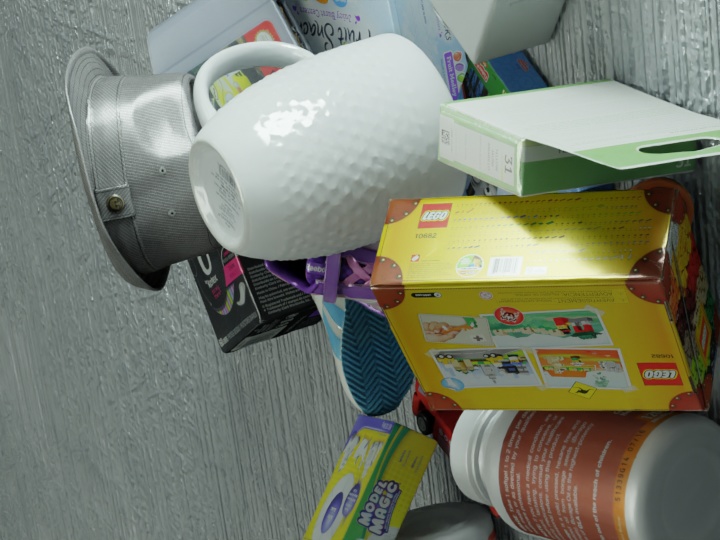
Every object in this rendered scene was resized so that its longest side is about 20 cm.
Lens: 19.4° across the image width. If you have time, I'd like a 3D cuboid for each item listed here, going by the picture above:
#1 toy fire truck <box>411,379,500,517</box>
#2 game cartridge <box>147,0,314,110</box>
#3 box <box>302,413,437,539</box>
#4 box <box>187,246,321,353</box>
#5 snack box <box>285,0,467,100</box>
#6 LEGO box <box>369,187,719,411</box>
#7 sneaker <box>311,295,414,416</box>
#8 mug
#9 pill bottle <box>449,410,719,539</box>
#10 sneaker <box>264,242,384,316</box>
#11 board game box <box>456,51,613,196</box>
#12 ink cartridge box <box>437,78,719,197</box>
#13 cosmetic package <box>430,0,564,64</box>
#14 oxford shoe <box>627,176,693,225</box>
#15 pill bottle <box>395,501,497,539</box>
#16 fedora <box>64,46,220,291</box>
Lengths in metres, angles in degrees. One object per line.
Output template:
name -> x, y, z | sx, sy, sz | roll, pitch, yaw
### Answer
toy fire truck -> 0.112, 0.120, 1.710 | 0.200, 0.049, 0.141 | 51, 147, 40
game cartridge -> -0.090, -0.136, 1.723 | 0.133, 0.041, 0.201 | -33, 78, 21
box -> -0.009, 0.224, 1.787 | 0.201, 0.048, 0.117 | -68, 14, -7
box -> -0.102, -0.041, 1.973 | 0.201, 0.106, 0.122 | 68, 154, 9
snack box -> 0.001, -0.216, 1.692 | 0.200, 0.067, 0.169 | 23, 128, 59
LEGO box -> 0.125, 0.023, 1.402 | 0.149, 0.199, 0.077 | 64, -147, -48
sneaker -> -0.003, 0.031, 1.869 | 0.081, 0.076, 0.201 | 153, 105, -71
mug -> -0.046, -0.101, 1.590 | 0.200, 0.175, 0.148 | 52, 150, 30
pill bottle -> 0.162, 0.143, 1.508 | 0.200, 0.112, 0.113 | 10, 116, 48
sneaker -> 0.000, 0.000, 1.752 | 0.200, 0.088, 0.081 | 17, 101, 31
board game box -> 0.114, -0.056, 1.605 | 0.152, 0.036, 0.200 | 57, 152, 28
ink cartridge box -> 0.162, -0.077, 1.364 | 0.200, 0.145, 0.048 | 31, 125, 54
cosmetic package -> 0.105, -0.250, 1.458 | 0.102, 0.074, 0.200 | 59, 154, 26
oxford shoe -> 0.170, -0.006, 1.487 | 0.071, 0.073, 0.200 | 34, 130, -6
pill bottle -> 0.079, 0.312, 1.829 | 0.111, 0.111, 0.201 | 7, 112, 63
fedora -> -0.155, -0.086, 1.654 | 0.177, 0.090, 0.201 | -42, -59, -77
